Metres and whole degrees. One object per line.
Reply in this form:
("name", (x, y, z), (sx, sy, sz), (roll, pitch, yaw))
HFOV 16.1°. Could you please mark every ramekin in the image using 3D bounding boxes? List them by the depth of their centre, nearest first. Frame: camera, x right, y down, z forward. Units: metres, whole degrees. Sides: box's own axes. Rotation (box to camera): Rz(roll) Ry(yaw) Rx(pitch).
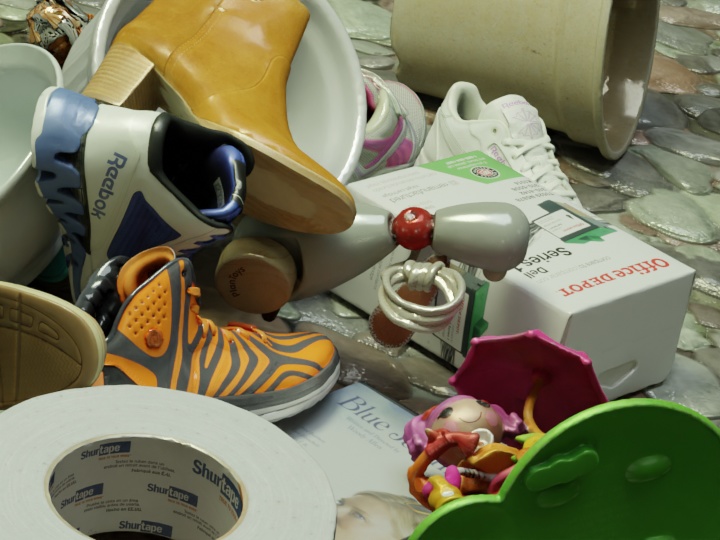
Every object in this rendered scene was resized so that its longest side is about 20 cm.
("ramekin", (-0.104, -0.109, 1.697), (0.200, 0.201, 0.098), (-3, -12, -31))

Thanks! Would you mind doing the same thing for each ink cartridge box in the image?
("ink cartridge box", (0.100, 0.007, 1.695), (0.200, 0.084, 0.146), (30, 31, 33))

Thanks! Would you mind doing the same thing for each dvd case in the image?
("dvd case", (-0.012, 0.125, 1.478), (0.143, 0.018, 0.200), (30, 30, 32))

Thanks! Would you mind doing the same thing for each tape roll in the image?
("tape roll", (-0.114, 0.140, 1.323), (0.200, 0.066, 0.200), (6, 30, -4))

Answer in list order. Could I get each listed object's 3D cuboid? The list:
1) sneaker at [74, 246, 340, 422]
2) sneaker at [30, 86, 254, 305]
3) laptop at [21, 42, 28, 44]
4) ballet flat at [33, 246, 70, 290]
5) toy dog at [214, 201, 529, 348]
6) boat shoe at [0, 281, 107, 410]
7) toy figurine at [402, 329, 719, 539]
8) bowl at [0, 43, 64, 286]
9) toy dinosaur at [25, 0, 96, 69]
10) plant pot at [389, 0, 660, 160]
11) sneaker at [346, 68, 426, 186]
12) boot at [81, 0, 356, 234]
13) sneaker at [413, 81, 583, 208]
("sneaker", (-0.089, 0.037, 1.493), (0.078, 0.112, 0.200), (-2, 11, 40))
("sneaker", (-0.116, -0.027, 1.518), (0.115, 0.199, 0.081), (4, 52, 17))
("laptop", (-0.362, -0.125, 1.721), (0.200, 0.103, 0.177), (26, 28, 25))
("ballet flat", (-0.219, -0.043, 1.685), (0.200, 0.068, 0.072), (31, 11, 40))
("toy dog", (0.000, 0.000, 1.593), (0.200, 0.096, 0.132), (17, 49, 22))
("boat shoe", (-0.220, 0.038, 1.446), (0.200, 0.071, 0.065), (3, 6, 30))
("toy figurine", (0.088, 0.109, 1.443), (0.200, 0.150, 0.184), (-15, 27, -12))
("bowl", (-0.243, -0.040, 1.574), (0.201, 0.090, 0.201), (-24, 35, 18))
("toy dinosaur", (-0.157, -0.126, 1.793), (0.102, 0.200, 0.136), (-16, 35, 13))
("plant pot", (0.129, -0.200, 2.034), (0.183, 0.201, 0.200), (9, 24, 16))
("sneaker", (0.002, -0.109, 1.878), (0.081, 0.088, 0.200), (19, 26, 11))
("boot", (-0.062, -0.114, 1.581), (0.201, 0.071, 0.144), (25, 54, 16))
("sneaker", (0.111, -0.065, 1.830), (0.075, 0.100, 0.200), (-6, 33, -40))
